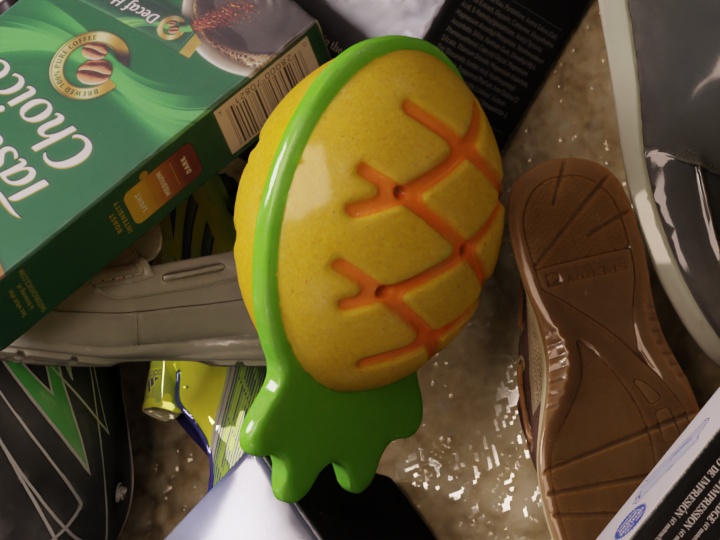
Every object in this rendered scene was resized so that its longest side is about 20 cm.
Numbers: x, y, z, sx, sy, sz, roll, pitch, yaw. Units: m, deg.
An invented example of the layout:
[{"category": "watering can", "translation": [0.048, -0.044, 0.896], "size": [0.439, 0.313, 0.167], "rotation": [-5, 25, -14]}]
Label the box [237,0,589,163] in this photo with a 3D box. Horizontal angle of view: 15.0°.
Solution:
[{"category": "box", "translation": [0.010, -0.130, 1.275], "size": [0.148, 0.104, 0.201], "rotation": [36, 98, 34]}]

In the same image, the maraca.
[{"category": "maraca", "translation": [0.000, 0.000, 1.153], "size": [0.107, 0.137, 0.201], "rotation": [19, 104, 41]}]

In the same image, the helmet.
[{"category": "helmet", "translation": [-0.208, 0.078, 1.322], "size": [0.200, 0.200, 0.191], "rotation": [-32, 46, 22]}]

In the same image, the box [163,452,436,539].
[{"category": "box", "translation": [-0.030, 0.221, 1.202], "size": [0.198, 0.123, 0.200], "rotation": [-47, 58, 15]}]

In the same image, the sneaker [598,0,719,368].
[{"category": "sneaker", "translation": [0.170, -0.063, 1.174], "size": [0.106, 0.075, 0.201], "rotation": [-17, 73, 21]}]

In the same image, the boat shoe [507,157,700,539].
[{"category": "boat shoe", "translation": [0.100, 0.056, 1.156], "size": [0.072, 0.072, 0.201], "rotation": [-11, 72, -5]}]

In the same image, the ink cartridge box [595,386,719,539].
[{"category": "ink cartridge box", "translation": [0.179, 0.080, 1.090], "size": [0.094, 0.044, 0.200], "rotation": [40, 83, -7]}]

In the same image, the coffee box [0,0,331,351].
[{"category": "coffee box", "translation": [-0.123, -0.069, 1.207], "size": [0.200, 0.044, 0.123], "rotation": [-39, 57, -12]}]

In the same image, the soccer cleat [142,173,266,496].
[{"category": "soccer cleat", "translation": [-0.074, 0.030, 1.307], "size": [0.083, 0.065, 0.201], "rotation": [-21, 69, 9]}]

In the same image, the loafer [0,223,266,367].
[{"category": "loafer", "translation": [-0.103, 0.008, 1.235], "size": [0.070, 0.199, 0.070], "rotation": [169, 101, -76]}]

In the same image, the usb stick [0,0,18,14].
[{"category": "usb stick", "translation": [-0.151, -0.062, 1.380], "size": [0.056, 0.032, 0.200], "rotation": [-61, 41, 32]}]
